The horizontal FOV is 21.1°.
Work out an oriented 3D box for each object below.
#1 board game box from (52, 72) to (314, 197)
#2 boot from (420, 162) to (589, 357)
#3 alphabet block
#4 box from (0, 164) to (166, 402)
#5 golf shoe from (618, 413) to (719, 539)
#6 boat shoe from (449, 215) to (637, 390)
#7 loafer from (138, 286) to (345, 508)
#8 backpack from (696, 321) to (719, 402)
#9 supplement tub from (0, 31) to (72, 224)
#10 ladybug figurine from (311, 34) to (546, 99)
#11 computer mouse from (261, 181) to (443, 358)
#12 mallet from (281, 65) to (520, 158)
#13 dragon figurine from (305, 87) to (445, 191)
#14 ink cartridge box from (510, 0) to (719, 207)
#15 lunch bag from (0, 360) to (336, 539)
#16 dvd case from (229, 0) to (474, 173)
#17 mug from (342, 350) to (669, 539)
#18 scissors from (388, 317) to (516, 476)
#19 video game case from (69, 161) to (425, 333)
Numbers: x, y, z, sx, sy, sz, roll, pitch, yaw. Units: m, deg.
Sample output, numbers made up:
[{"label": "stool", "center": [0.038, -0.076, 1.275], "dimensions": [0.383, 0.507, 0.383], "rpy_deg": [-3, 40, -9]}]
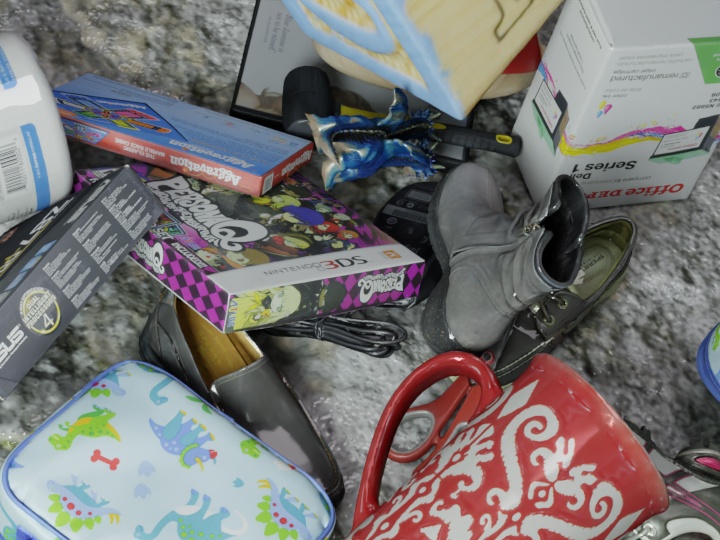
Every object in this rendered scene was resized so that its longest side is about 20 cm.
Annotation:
[{"label": "board game box", "center": [-0.146, -0.105, 1.469], "dimensions": [0.199, 0.020, 0.103], "rpy_deg": [18, 23, 16]}, {"label": "boot", "center": [0.112, -0.029, 1.380], "dimensions": [0.070, 0.132, 0.201], "rpy_deg": [31, 38, -25]}, {"label": "alphabet block", "center": [0.041, -0.269, 1.417], "dimensions": [0.195, 0.197, 0.200], "rpy_deg": [34, 78, 37]}, {"label": "box", "center": [-0.238, 0.026, 1.298], "dimensions": [0.049, 0.161, 0.200], "rpy_deg": [51, 49, -18]}, {"label": "golf shoe", "center": [0.187, 0.155, 1.361], "dimensions": [0.199, 0.077, 0.089], "rpy_deg": [15, 56, -2]}, {"label": "boat shoe", "center": [0.139, 0.018, 1.462], "dimensions": [0.072, 0.066, 0.201], "rpy_deg": [43, 55, 16]}, {"label": "loafer", "center": [-0.083, 0.088, 1.342], "dimensions": [0.073, 0.072, 0.200], "rpy_deg": [-33, 66, -33]}, {"label": "backpack", "center": [0.347, 0.085, 1.402], "dimensions": [0.200, 0.147, 0.183], "rpy_deg": [37, 35, 14]}, {"label": "supplement tub", "center": [-0.316, -0.081, 1.364], "dimensions": [0.199, 0.132, 0.132], "rpy_deg": [-19, 58, -16]}, {"label": "ladybug figurine", "center": [0.061, -0.195, 1.574], "dimensions": [0.199, 0.072, 0.136], "rpy_deg": [3, 33, -17]}, {"label": "computer mouse", "center": [0.000, 0.000, 1.463], "dimensions": [0.140, 0.046, 0.200], "rpy_deg": [11, 42, 20]}, {"label": "mallet", "center": [0.032, -0.109, 1.538], "dimensions": [0.199, 0.041, 0.066], "rpy_deg": [15, 48, -8]}, {"label": "dragon figurine", "center": [0.015, -0.099, 1.433], "dimensions": [0.099, 0.200, 0.059], "rpy_deg": [-16, 83, 2]}, {"label": "ink cartridge box", "center": [0.218, -0.141, 1.529], "dimensions": [0.144, 0.200, 0.084], "rpy_deg": [-6, 56, -19]}, {"label": "lunch bag", "center": [-0.132, 0.165, 1.261], "dimensions": [0.199, 0.083, 0.161], "rpy_deg": [34, 50, 14]}, {"label": "dvd case", "center": [-0.001, -0.155, 1.600], "dimensions": [0.199, 0.018, 0.143], "rpy_deg": [13, 49, -5]}, {"label": "mug", "center": [0.075, 0.161, 1.274], "dimensions": [0.200, 0.134, 0.177], "rpy_deg": [-39, 32, -11]}, {"label": "scissors", "center": [0.092, 0.078, 1.398], "dimensions": [0.073, 0.014, 0.200], "rpy_deg": [35, 70, 23]}, {"label": "video game case", "center": [-0.083, -0.026, 1.394], "dimensions": [0.180, 0.036, 0.200], "rpy_deg": [-9, 33, -40]}]
